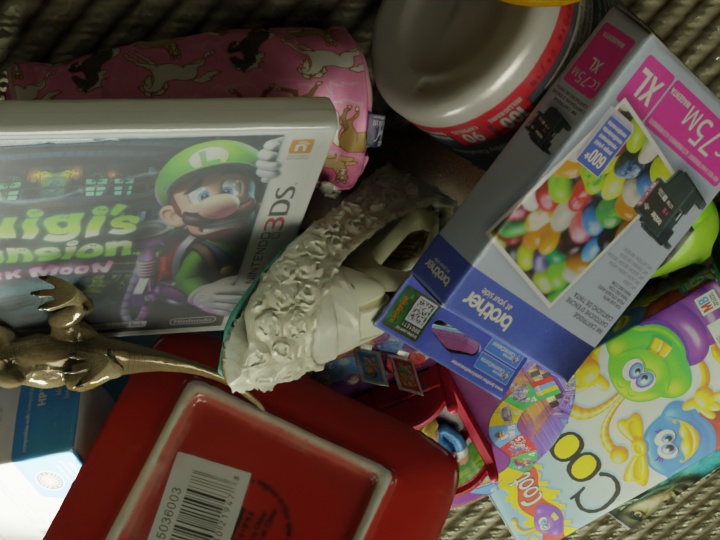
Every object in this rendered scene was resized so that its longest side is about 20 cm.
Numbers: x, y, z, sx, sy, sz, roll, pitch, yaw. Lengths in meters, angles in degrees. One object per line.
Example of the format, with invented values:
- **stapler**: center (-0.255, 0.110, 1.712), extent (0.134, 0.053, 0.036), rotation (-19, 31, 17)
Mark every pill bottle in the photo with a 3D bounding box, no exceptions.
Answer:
- **pill bottle**: center (0.110, -0.097, 0.889), extent (0.119, 0.120, 0.199), rotation (-42, 136, 20)

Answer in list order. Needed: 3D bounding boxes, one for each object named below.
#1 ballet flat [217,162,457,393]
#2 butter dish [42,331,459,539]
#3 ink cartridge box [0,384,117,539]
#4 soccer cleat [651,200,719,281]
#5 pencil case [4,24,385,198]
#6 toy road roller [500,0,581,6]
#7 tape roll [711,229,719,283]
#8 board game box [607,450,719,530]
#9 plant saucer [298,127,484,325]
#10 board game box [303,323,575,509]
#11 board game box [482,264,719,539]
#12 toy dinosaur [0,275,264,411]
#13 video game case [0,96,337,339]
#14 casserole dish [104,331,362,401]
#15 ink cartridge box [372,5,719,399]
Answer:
- **ballet flat**: center (-0.002, 0.001, 0.855), extent (0.071, 0.200, 0.073), rotation (15, 126, 21)
- **butter dish**: center (-0.069, 0.168, 0.932), extent (0.197, 0.202, 0.148), rotation (24, 157, 6)
- **ink cartridge box**: center (-0.237, 0.128, 0.980), extent (0.197, 0.068, 0.116), rotation (-12, 140, 13)
- **soccer cleat**: center (0.139, -0.004, 1.052), extent (0.199, 0.068, 0.081), rotation (-31, 124, 3)
- **pencil case**: center (-0.090, -0.075, 0.846), extent (0.197, 0.087, 0.083), rotation (-8, 144, -13)
- **toy road roller**: center (0.038, -0.186, 0.745), extent (0.198, 0.147, 0.124), rotation (-18, 138, -6)
- **tape roll**: center (0.299, 0.056, 1.076), extent (0.048, 0.202, 0.201), rotation (-25, 139, 3)
- **board game box**: center (0.210, 0.121, 1.232), extent (0.135, 0.028, 0.200), rotation (-38, 137, 14)
- **plant saucer**: center (0.000, 0.000, 1.005), extent (0.198, 0.037, 0.202), rotation (-14, 137, -13)
- **board game box**: center (0.038, 0.104, 0.979), extent (0.198, 0.039, 0.159), rotation (12, 130, -22)
- **board game box**: center (0.170, 0.088, 1.094), extent (0.199, 0.105, 0.104), rotation (-31, 98, 8)
- **toy dinosaur**: center (-0.149, 0.045, 0.848), extent (0.197, 0.059, 0.101), rotation (-3, 163, -6)
- **video game case**: center (-0.126, -0.021, 0.810), extent (0.197, 0.024, 0.183), rotation (-3, 146, -19)
- **casserole dish**: center (-0.096, 0.024, 0.949), extent (0.197, 0.039, 0.122), rotation (1, 132, 0)
- **ink cartridge box**: center (0.108, -0.022, 0.832), extent (0.119, 0.042, 0.201), rotation (31, 102, -43)
